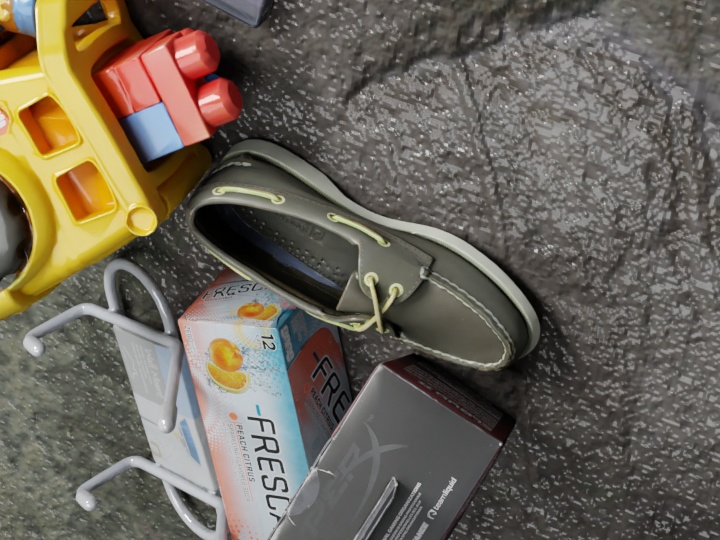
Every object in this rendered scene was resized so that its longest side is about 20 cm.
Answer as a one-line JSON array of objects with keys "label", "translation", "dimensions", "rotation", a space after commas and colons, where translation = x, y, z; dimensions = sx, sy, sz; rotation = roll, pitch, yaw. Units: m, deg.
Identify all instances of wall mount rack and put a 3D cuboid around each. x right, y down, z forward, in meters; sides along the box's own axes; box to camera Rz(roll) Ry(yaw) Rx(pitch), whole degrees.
[{"label": "wall mount rack", "translation": [-0.120, 0.100, 1.165], "dimensions": [0.173, 0.074, 0.201], "rotation": [20, 132, 48]}]

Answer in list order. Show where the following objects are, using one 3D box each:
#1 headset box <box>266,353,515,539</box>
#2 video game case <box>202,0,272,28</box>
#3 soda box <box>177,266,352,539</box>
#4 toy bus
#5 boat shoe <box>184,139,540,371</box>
[{"label": "headset box", "translation": [0.009, 0.125, 1.022], "dimensions": [0.075, 0.200, 0.149], "rotation": [32, 92, 6]}, {"label": "video game case", "translation": [-0.085, -0.235, 0.989], "dimensions": [0.142, 0.019, 0.201], "rotation": [29, 129, 10]}, {"label": "soda box", "translation": [-0.044, 0.098, 1.153], "dimensions": [0.068, 0.064, 0.201], "rotation": [5, 123, 27]}, {"label": "toy bus", "translation": [-0.163, -0.100, 1.057], "dimensions": [0.191, 0.136, 0.201], "rotation": [-23, 105, 24]}, {"label": "boat shoe", "translation": [-0.001, 0.002, 1.068], "dimensions": [0.201, 0.060, 0.072], "rotation": [29, 130, 9]}]
